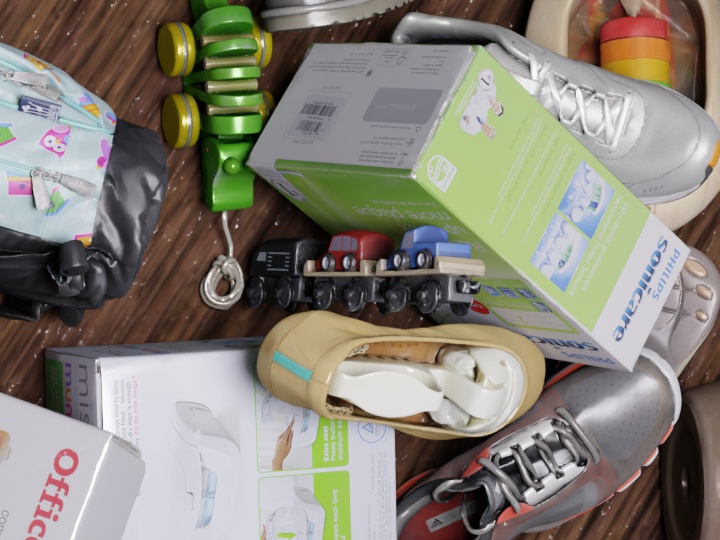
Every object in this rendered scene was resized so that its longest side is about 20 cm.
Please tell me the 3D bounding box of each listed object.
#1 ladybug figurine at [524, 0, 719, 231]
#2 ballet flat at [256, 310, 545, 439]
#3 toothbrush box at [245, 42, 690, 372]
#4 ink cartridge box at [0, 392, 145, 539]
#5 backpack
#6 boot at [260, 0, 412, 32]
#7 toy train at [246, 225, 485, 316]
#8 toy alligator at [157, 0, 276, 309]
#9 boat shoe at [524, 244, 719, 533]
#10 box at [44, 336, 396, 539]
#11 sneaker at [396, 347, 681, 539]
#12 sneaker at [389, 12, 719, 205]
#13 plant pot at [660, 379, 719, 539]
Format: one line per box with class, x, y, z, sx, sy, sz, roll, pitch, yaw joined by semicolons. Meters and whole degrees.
ladybug figurine;0.162;-0.110;1.391;0.135;0.072;0.201;3;80;4
ballet flat;0.036;0.064;1.253;0.199;0.063;0.069;5;106;-38
toothbrush box;0.060;-0.036;1.294;0.200;0.145;0.086;39;71;-36
ink cartridge box;-0.226;0.120;1.169;0.199;0.083;0.146;18;81;9
backpack;-0.205;-0.056;1.197;0.199;0.167;0.127;21;74;-11
boot;-0.010;-0.246;1.314;0.182;0.072;0.201;-30;112;-42
toy train;0.000;0.000;1.262;0.034;0.200;0.046;5;87;-35
toy alligator;-0.073;-0.077;1.303;0.059;0.054;0.201;-6;94;-25
boat shoe;0.149;0.072;1.398;0.074;0.073;0.200;40;100;8
box;-0.075;0.139;1.286;0.176;0.097;0.201;-3;93;-25
sneaker;0.096;0.117;1.331;0.200;0.082;0.077;-37;86;11
sneaker;0.102;-0.092;1.309;0.076;0.199;0.092;-71;159;-4
plant pot;0.278;0.129;1.425;0.174;0.200;0.201;0;92;-7
